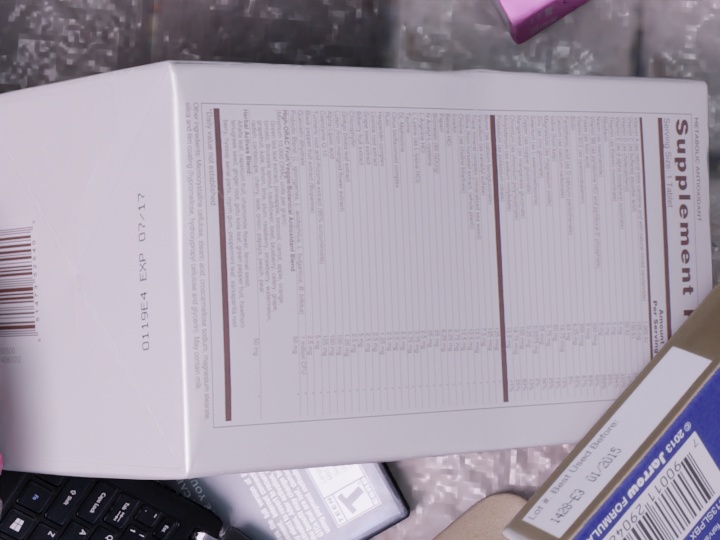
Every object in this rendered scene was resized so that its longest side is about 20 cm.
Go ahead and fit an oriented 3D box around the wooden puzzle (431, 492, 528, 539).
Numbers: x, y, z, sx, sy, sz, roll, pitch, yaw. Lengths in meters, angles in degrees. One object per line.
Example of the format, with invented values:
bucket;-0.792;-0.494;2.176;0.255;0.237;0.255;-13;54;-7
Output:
wooden puzzle;0.044;0.205;0.842;0.185;0.046;0.200;-40;87;3

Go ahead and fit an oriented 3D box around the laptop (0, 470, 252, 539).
laptop;-0.087;0.160;0.788;0.200;0.103;0.178;34;90;-40

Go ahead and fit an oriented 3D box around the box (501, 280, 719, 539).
box;0.132;0.104;0.792;0.121;0.032;0.200;-46;124;-18

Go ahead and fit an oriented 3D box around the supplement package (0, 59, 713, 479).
supplement package;0.000;0.000;0.767;0.199;0.109;0.115;-1;88;-37

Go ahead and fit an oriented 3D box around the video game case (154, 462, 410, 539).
video game case;-0.103;0.069;0.868;0.199;0.019;0.144;-30;87;4

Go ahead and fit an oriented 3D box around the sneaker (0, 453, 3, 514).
sneaker;-0.170;0.009;0.724;0.095;0.079;0.201;-26;70;-7

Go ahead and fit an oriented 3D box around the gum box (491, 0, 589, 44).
gum box;0.049;-0.191;0.836;0.113;0.066;0.201;-30;87;4
